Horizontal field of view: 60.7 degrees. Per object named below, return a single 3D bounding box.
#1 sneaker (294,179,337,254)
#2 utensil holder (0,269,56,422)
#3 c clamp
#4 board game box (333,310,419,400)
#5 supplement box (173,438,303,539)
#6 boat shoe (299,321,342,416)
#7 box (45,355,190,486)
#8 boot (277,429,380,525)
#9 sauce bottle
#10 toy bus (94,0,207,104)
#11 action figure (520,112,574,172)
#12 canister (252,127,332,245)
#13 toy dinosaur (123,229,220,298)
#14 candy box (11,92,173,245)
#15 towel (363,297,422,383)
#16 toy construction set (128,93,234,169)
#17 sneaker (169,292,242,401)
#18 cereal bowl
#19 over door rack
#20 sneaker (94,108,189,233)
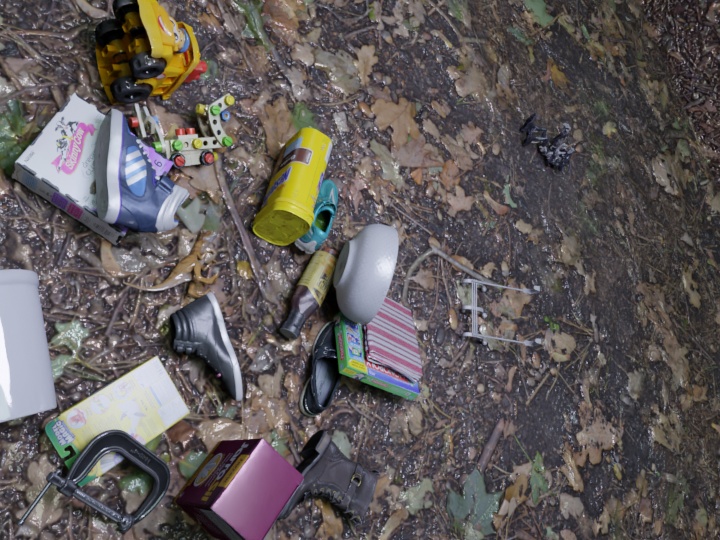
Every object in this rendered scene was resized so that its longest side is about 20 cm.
[{"bbox_3d":[-0.076,-0.119,1.285,0.077,0.079,0.202,34,44,-23],"label":"sneaker"},{"bbox_3d":[-0.533,0.117,0.872,0.168,0.169,0.203,-11,85,-35],"label":"utensil holder"},{"bbox_3d":[-0.392,0.339,0.948,0.200,0.027,0.172,48,60,-39],"label":"c clamp"},{"bbox_3d":[0.033,0.176,1.263,0.199,0.029,0.136,27,37,-34],"label":"board game box"},{"bbox_3d":[-0.202,0.357,0.998,0.103,0.199,0.131,47,55,-13],"label":"supplement box"},{"bbox_3d":[-0.063,0.189,1.221,0.074,0.066,0.201,33,60,-20],"label":"boat shoe"},{"bbox_3d":[-0.393,0.242,0.999,0.199,0.048,0.118,-33,96,-38],"label":"box"},{"bbox_3d":[-0.055,0.421,1.157,0.174,0.069,0.201,46,54,-13],"label":"boot"},{"bbox_3d":[-0.101,0.045,1.241,0.066,0.066,0.202,35,61,-20],"label":"sauce bottle"},{"bbox_3d":[-0.361,-0.396,1.121,0.191,0.199,0.137,-12,83,-43],"label":"toy bus"},{"bbox_3d":[0.560,-0.364,1.778,0.199,0.102,0.120,28,51,-22],"label":"action figure"},{"bbox_3d":[-0.133,-0.169,1.232,0.086,0.148,0.202,27,61,-24],"label":"canister"},{"bbox_3d":[-0.321,0.007,1.120,0.106,0.061,0.200,35,49,3],"label":"toy dinosaur"},{"bbox_3d":[-0.457,-0.173,1.062,0.199,0.071,0.169,36,60,-21],"label":"candy box"},{"bbox_3d":[0.060,0.131,1.297,0.145,0.030,0.201,30,33,-29],"label":"towel"},{"bbox_3d":[-0.329,-0.263,1.161,0.198,0.092,0.133,-10,106,-27],"label":"toy construction set"},{"bbox_3d":[-0.279,0.149,1.095,0.098,0.071,0.202,-19,90,-26],"label":"sneaker"},{"bbox_3d":[0.000,0.000,1.214,0.082,0.200,0.203,17,67,-14],"label":"cereal bowl"},{"bbox_3d":[0.337,0.106,1.501,0.197,0.067,0.150,7,72,-10],"label":"over door rack"},{"bbox_3d":[-0.363,-0.161,1.038,0.145,0.080,0.203,8,69,-41],"label":"sneaker"}]
